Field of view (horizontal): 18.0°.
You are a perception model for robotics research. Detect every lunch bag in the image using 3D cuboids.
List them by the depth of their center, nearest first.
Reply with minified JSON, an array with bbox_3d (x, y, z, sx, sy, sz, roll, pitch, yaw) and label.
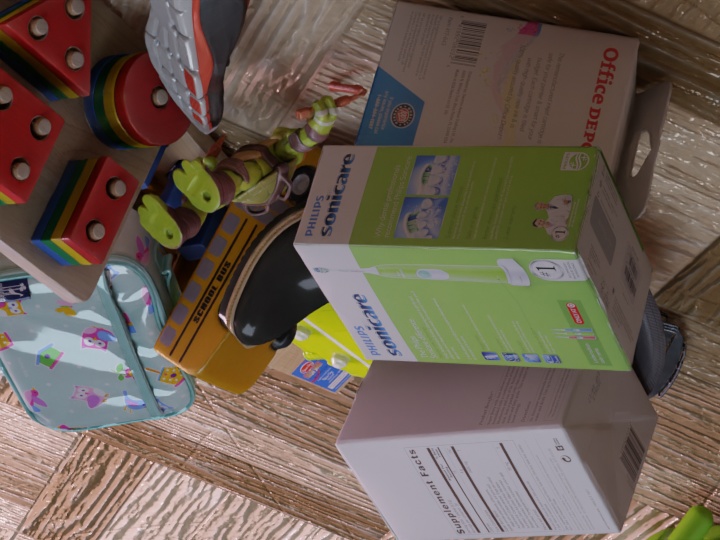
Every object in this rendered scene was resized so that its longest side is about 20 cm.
[{"bbox_3d":[-0.214,0.040,1.807,0.159,0.077,0.201,-6,136,12],"label":"lunch bag"}]

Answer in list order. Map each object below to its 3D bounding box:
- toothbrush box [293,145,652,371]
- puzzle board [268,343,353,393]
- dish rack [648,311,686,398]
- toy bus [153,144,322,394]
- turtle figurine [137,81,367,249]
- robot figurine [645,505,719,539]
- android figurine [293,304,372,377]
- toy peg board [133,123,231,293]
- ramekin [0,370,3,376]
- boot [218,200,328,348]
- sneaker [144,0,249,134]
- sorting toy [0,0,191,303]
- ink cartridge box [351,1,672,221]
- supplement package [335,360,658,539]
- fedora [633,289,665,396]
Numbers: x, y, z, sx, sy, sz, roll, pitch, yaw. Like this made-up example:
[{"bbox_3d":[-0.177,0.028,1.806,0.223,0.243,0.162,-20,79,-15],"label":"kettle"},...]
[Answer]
[{"bbox_3d":[0.077,-0.008,1.505,0.198,0.087,0.146,0,147,25],"label":"toothbrush box"},{"bbox_3d":[-0.054,0.041,1.987,0.150,0.018,0.200,22,151,-11],"label":"puzzle board"},{"bbox_3d":[0.166,0.068,1.882,0.198,0.055,0.154,16,151,1],"label":"dish rack"},{"bbox_3d":[-0.075,-0.005,1.756,0.078,0.201,0.065,30,-178,41],"label":"toy bus"},{"bbox_3d":[-0.089,-0.068,1.661,0.199,0.161,0.065,-21,98,41],"label":"turtle figurine"},{"bbox_3d":[0.337,0.297,2.116,0.199,0.117,0.175,-7,148,36],"label":"robot figurine"},{"bbox_3d":[0.000,0.047,1.855,0.182,0.041,0.199,38,153,-31],"label":"android figurine"},{"bbox_3d":[-0.190,-0.032,1.834,0.198,0.098,0.200,-7,138,36],"label":"toy peg board"},{"bbox_3d":[-0.337,0.017,1.957,0.199,0.099,0.201,-3,161,-1],"label":"ramekin"},{"bbox_3d":[0.000,0.000,1.662,0.138,0.200,0.077,41,176,48],"label":"boot"},{"bbox_3d":[-0.101,-0.177,1.570,0.077,0.082,0.201,48,156,31],"label":"sneaker"},{"bbox_3d":[-0.213,-0.113,1.614,0.069,0.200,0.200,-2,147,46],"label":"sorting toy"},{"bbox_3d":[0.109,-0.086,1.574,0.198,0.129,0.126,11,150,11],"label":"ink cartridge box"},{"bbox_3d":[0.105,0.122,1.730,0.199,0.122,0.120,-6,131,33],"label":"supplement package"},{"bbox_3d":[0.155,0.010,1.750,0.176,0.091,0.201,-9,131,33],"label":"fedora"}]
